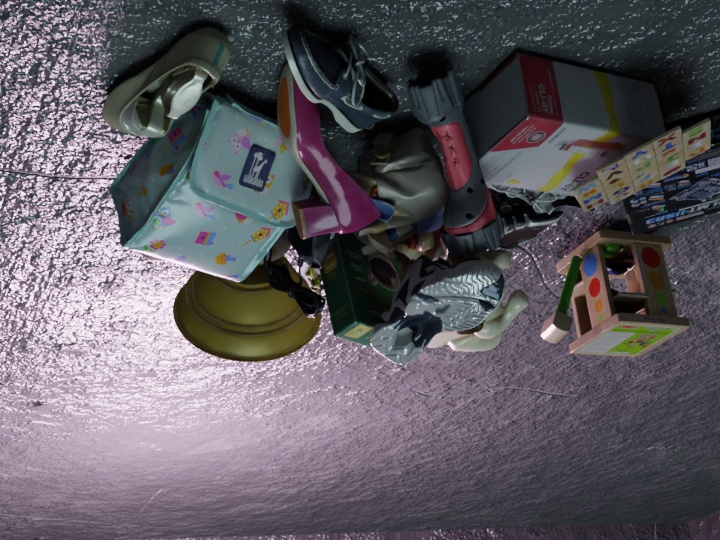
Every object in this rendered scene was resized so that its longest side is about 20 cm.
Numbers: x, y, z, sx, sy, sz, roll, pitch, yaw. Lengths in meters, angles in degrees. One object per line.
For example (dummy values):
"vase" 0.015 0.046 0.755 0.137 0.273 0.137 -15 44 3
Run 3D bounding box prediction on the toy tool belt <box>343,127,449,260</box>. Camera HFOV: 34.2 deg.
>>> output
"toy tool belt" 0.033 -0.075 1.387 0.122 0.126 0.201 -18 150 -7

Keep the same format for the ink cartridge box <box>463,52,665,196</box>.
"ink cartridge box" 0.223 -0.157 1.321 0.198 0.084 0.145 5 153 -28

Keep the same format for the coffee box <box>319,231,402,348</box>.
"coffee box" 0.000 0.000 1.457 0.044 0.202 0.122 -33 147 31

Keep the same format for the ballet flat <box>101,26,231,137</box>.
"ballet flat" -0.201 -0.174 1.183 0.069 0.070 0.199 13 149 -38

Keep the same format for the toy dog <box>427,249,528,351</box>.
"toy dog" 0.129 0.032 1.585 0.192 0.141 0.200 -7 169 -9

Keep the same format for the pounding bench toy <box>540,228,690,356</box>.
"pounding bench toy" 0.339 0.024 1.669 0.198 0.158 0.124 4 155 -24

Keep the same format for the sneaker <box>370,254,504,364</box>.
"sneaker" 0.098 0.015 1.347 0.079 0.130 0.199 33 135 -11

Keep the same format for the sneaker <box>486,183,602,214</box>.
"sneaker" 0.216 -0.110 1.426 0.198 0.083 0.075 1 155 -18

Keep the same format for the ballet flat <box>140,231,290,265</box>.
"ballet flat" -0.183 -0.042 1.482 0.198 0.069 0.067 -4 149 -12

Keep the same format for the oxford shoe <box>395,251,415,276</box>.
"oxford shoe" 0.020 0.029 1.613 0.072 0.071 0.200 32 142 -1

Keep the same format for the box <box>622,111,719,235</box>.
"box" 0.427 -0.127 1.493 0.198 0.050 0.199 -15 156 15

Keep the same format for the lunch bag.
"lunch bag" -0.155 -0.098 1.302 0.169 0.123 0.200 20 128 -39

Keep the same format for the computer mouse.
"computer mouse" -0.069 -0.056 1.424 0.046 0.202 0.140 -8 -158 -32

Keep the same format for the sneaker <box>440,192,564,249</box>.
"sneaker" 0.164 -0.055 1.547 0.198 0.077 0.116 -5 159 -7

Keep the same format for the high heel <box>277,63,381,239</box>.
"high heel" -0.032 -0.131 1.253 0.095 0.202 0.067 -15 -157 -15

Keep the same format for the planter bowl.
"planter bowl" -0.146 0.022 1.534 0.198 0.201 0.084 -2 129 -12

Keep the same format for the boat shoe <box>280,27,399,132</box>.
"boat shoe" -0.018 -0.194 1.181 0.061 0.076 0.200 -14 156 19

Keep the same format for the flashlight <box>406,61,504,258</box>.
"flashlight" 0.098 -0.114 1.257 0.067 0.068 0.202 -20 115 3

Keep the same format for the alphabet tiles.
"alphabet tiles" 0.323 -0.117 1.339 0.165 0.006 0.200 -28 166 12

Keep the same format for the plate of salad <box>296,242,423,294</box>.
"plate of salad" 0.009 0.001 1.654 0.198 0.049 0.200 -7 156 -3
